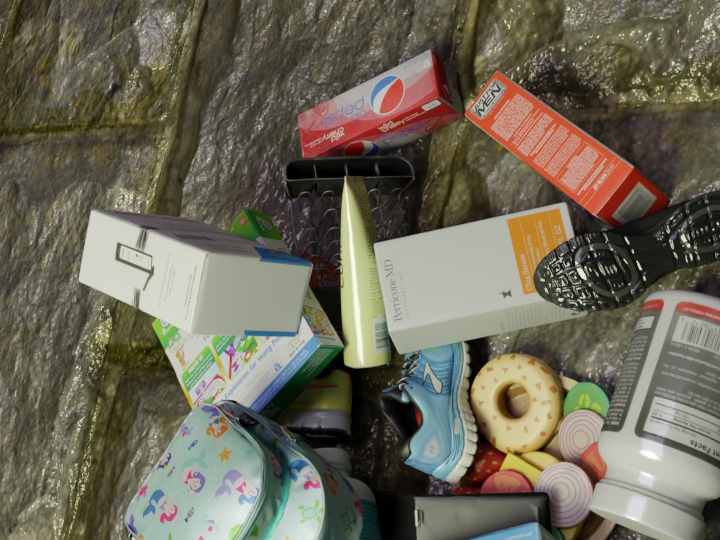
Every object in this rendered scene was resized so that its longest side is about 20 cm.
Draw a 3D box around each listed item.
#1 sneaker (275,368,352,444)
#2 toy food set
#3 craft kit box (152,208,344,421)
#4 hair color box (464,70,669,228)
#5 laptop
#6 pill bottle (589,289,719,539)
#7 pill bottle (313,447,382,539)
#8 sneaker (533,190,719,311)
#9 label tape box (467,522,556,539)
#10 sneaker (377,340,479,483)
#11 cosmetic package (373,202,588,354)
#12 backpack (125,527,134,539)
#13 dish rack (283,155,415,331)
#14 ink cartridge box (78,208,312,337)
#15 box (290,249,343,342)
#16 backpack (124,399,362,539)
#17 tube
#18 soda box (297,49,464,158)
[{"bbox_3d":[-0.087,0.149,1.207,0.199,0.078,0.091,0,67,31],"label":"sneaker"},{"bbox_3d":[0.171,0.193,1.006,0.198,0.049,0.201,27,91,39],"label":"toy food set"},{"bbox_3d":[-0.132,0.071,1.143,0.200,0.048,0.198,-47,59,26],"label":"craft kit box"},{"bbox_3d":[0.207,-0.117,1.048,0.061,0.101,0.200,-52,51,11],"label":"hair color box"},{"bbox_3d":[0.096,0.311,1.008,0.199,0.116,0.188,-5,82,15],"label":"laptop"},{"bbox_3d":[0.274,0.128,0.892,0.116,0.116,0.201,13,75,39],"label":"pill bottle"},{"bbox_3d":[-0.031,0.287,1.048,0.111,0.111,0.201,-27,55,27],"label":"pill bottle"},{"bbox_3d":[0.259,-0.014,0.964,0.199,0.091,0.076,-17,91,7],"label":"sneaker"},{"bbox_3d":[0.105,0.327,0.855,0.143,0.066,0.201,-20,50,21],"label":"label tape box"},{"bbox_3d":[0.063,0.118,1.057,0.201,0.090,0.079,-96,26,-44],"label":"sneaker"},{"bbox_3d":[0.122,0.008,1.041,0.199,0.071,0.102,-13,65,6],"label":"cosmetic package"},{"bbox_3d":[-0.136,0.325,1.139,0.182,0.134,0.201,-36,70,24],"label":"backpack"},{"bbox_3d":[-0.005,-0.030,1.158,0.055,0.153,0.201,113,151,-62],"label":"dish rack"},{"bbox_3d":[-0.173,0.001,1.065,0.199,0.146,0.085,18,99,42],"label":"ink cartridge box"},{"bbox_3d":[-0.112,0.067,1.231,0.199,0.095,0.100,-27,62,28],"label":"box"},{"bbox_3d":[-0.105,0.230,0.965,0.200,0.151,0.178,30,83,33],"label":"backpack"},{"bbox_3d":[0.000,0.000,1.090,0.058,0.052,0.201,6,101,62],"label":"tube"},{"bbox_3d":[0.022,-0.185,1.236,0.199,0.063,0.070,-21,63,30],"label":"soda box"}]
